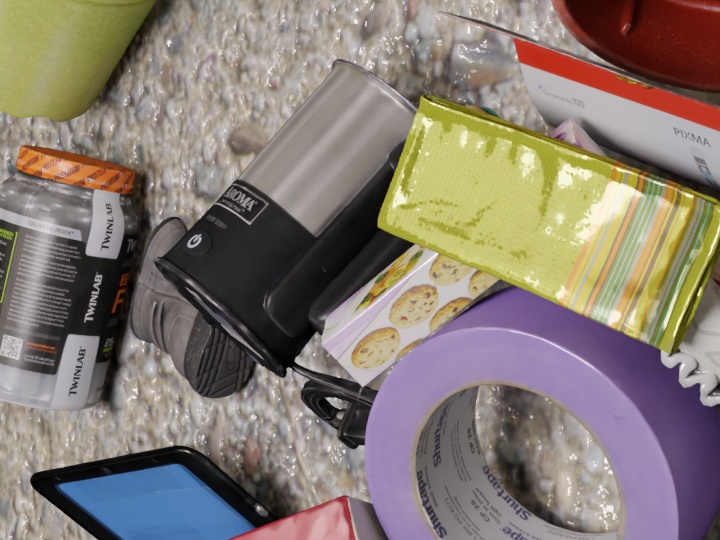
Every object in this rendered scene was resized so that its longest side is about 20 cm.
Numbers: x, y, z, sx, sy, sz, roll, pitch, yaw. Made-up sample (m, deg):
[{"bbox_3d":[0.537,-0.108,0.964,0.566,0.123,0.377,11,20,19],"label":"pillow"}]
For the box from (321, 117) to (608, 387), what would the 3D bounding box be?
[{"bbox_3d":[0.061,-0.009,1.047,0.200,0.041,0.039,-39,18,18],"label":"box"}]

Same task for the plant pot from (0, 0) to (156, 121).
[{"bbox_3d":[-0.250,-0.230,1.458,0.201,0.200,0.184,57,134,33],"label":"plant pot"}]

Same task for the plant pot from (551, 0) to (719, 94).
[{"bbox_3d":[0.213,-0.229,0.971,0.200,0.201,0.196,-13,59,43],"label":"plant pot"}]

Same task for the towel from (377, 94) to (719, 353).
[{"bbox_3d":[0.103,-0.029,0.988,0.200,0.018,0.086,24,94,29],"label":"towel"}]

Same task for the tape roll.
[{"bbox_3d":[0.108,0.113,1.050,0.199,0.085,0.201,12,115,27],"label":"tape roll"}]

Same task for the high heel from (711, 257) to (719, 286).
[{"bbox_3d":[0.223,-0.005,1.000,0.200,0.096,0.068,35,108,42],"label":"high heel"}]

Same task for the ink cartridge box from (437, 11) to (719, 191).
[{"bbox_3d":[0.153,-0.086,1.007,0.160,0.200,0.047,28,101,44],"label":"ink cartridge box"}]

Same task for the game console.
[{"bbox_3d":[-0.145,0.229,1.321,0.200,0.116,0.176,-15,74,43],"label":"game console"}]

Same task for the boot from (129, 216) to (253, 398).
[{"bbox_3d":[-0.116,-0.015,1.365,0.132,0.070,0.200,38,107,47],"label":"boot"}]

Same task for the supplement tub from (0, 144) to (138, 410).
[{"bbox_3d":[-0.252,0.005,1.455,0.122,0.122,0.201,20,99,44],"label":"supplement tub"}]

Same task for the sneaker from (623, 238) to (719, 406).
[{"bbox_3d":[0.223,0.052,0.984,0.081,0.075,0.200,-39,88,24],"label":"sneaker"}]

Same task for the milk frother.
[{"bbox_3d":[0.000,0.000,1.210,0.180,0.200,0.188,36,79,35],"label":"milk frother"}]

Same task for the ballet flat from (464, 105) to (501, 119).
[{"bbox_3d":[0.112,-0.013,1.088,0.200,0.063,0.069,46,154,10],"label":"ballet flat"}]

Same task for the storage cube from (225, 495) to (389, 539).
[{"bbox_3d":[-0.029,0.259,1.131,0.179,0.200,0.171,-24,66,20],"label":"storage cube"}]
